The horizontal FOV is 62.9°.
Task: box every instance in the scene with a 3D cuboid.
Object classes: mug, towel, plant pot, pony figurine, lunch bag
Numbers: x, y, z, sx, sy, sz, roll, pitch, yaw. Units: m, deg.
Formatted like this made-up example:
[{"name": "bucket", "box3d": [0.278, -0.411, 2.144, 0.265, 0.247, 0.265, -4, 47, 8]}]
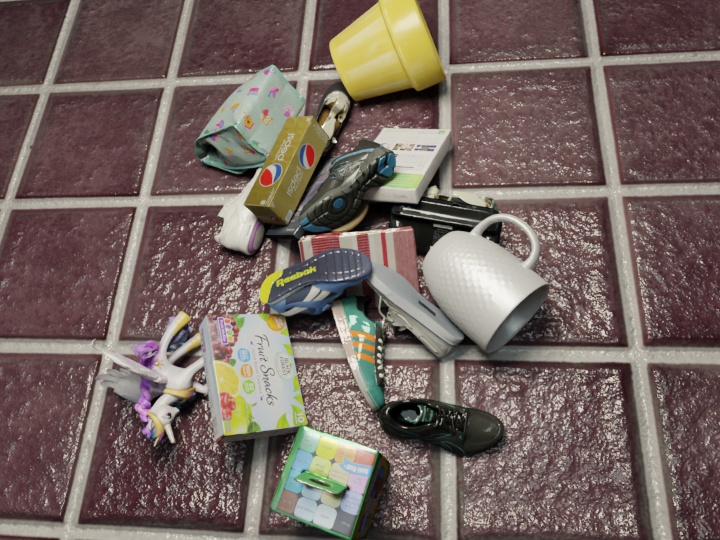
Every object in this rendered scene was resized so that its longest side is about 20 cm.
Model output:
[{"name": "mug", "box3d": [0.207, 0.002, 0.959, 0.175, 0.147, 0.200, 44, 113, 26]}, {"name": "towel", "box3d": [0.000, 0.000, 1.026, 0.199, 0.145, 0.023, -4, 22, 6]}, {"name": "plant pot", "box3d": [0.049, -0.438, 1.180, 0.188, 0.201, 0.201, -22, 64, 16]}, {"name": "pony figurine", "box3d": [-0.336, 0.170, 0.986, 0.193, 0.167, 0.200, 31, 57, 8]}, {"name": "lunch bag", "box3d": [-0.229, -0.290, 1.170, 0.200, 0.122, 0.171, -4, 53, 47]}]

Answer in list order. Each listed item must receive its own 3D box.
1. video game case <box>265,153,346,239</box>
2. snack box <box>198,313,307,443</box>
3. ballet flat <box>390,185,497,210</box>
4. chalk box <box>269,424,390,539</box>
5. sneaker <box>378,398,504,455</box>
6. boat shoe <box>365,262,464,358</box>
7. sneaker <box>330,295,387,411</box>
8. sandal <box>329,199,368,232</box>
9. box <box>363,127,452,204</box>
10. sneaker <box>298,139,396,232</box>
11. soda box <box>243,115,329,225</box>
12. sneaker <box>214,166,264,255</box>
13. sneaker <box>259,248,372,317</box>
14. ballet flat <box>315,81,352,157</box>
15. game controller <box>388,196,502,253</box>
[{"name": "video game case", "box3d": [-0.088, -0.139, 1.099, 0.200, 0.019, 0.143, -55, 26, -15]}, {"name": "snack box", "box3d": [-0.178, 0.171, 0.967, 0.142, 0.053, 0.201, 2, 60, -33]}, {"name": "ballet flat", "box3d": [0.154, -0.123, 1.080, 0.199, 0.074, 0.074, 8, 67, 10]}, {"name": "chalk box", "box3d": [-0.041, 0.303, 0.844, 0.124, 0.200, 0.124, 16, 69, 14]}, {"name": "sneaker", "box3d": [0.125, 0.241, 0.917, 0.199, 0.079, 0.076, 3, 66, 8]}, {"name": "boat shoe", "box3d": [0.072, 0.076, 0.993, 0.202, 0.075, 0.086, 38, 116, 1]}, {"name": "sneaker", "box3d": [0.014, 0.130, 0.985, 0.080, 0.071, 0.201, -19, 69, -3]}, {"name": "sandal", "box3d": [-0.019, -0.116, 1.108, 0.077, 0.070, 0.212, -3, 43, 7]}, {"name": "box", "box3d": [0.072, -0.199, 1.094, 0.144, 0.036, 0.200, 8, 45, 26]}, {"name": "sneaker", "box3d": [-0.031, -0.145, 1.014, 0.200, 0.073, 0.082, -41, 52, -8]}, {"name": "soda box", "box3d": [-0.134, -0.186, 1.084, 0.068, 0.064, 0.200, 8, 66, 36]}, {"name": "sneaker", "box3d": [-0.220, -0.131, 1.132, 0.099, 0.075, 0.201, 10, 67, 13]}, {"name": "sneaker", "box3d": [-0.067, 0.024, 0.990, 0.199, 0.082, 0.074, -17, 45, 18]}, {"name": "ballet flat", "box3d": [-0.059, -0.305, 1.189, 0.073, 0.073, 0.200, 20, 72, 16]}, {"name": "game controller", "box3d": [0.148, -0.073, 1.051, 0.199, 0.105, 0.042, 12, 33, 13]}]
